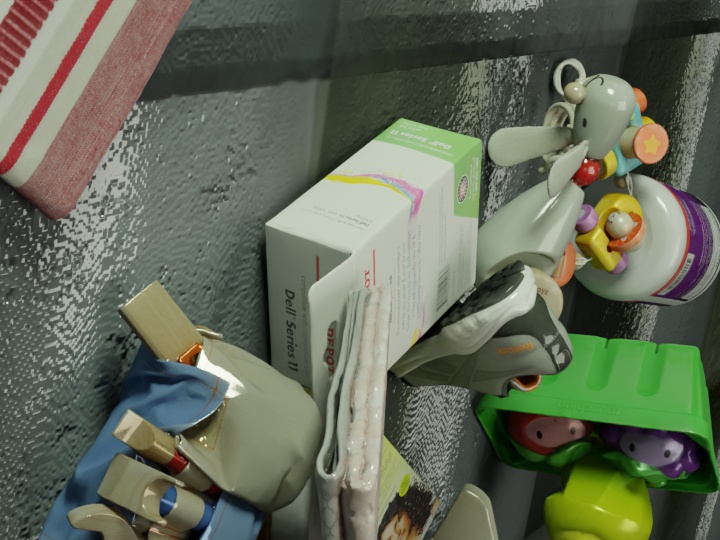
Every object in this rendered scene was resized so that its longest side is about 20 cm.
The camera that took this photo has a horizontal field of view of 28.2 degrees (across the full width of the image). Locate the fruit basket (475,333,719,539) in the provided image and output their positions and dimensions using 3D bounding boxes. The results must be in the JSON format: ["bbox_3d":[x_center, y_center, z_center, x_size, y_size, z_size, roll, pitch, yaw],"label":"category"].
[{"bbox_3d":[0.204,0.170,1.233,0.217,0.214,0.156,-60,150,-19],"label":"fruit basket"}]

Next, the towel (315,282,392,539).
[{"bbox_3d":[-0.005,0.134,0.784,0.200,0.032,0.193,-81,174,-62],"label":"towel"}]

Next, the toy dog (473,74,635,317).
[{"bbox_3d":[0.121,-0.056,1.067,0.096,0.132,0.202,19,85,-24],"label":"toy dog"}]

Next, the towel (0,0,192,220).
[{"bbox_3d":[-0.150,-0.126,0.611,0.145,0.023,0.200,-62,149,-12],"label":"towel"}]

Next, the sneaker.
[{"bbox_3d":[0.080,0.059,0.999,0.074,0.079,0.200,-42,-177,-23],"label":"sneaker"}]

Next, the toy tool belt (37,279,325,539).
[{"bbox_3d":[-0.116,0.118,0.745,0.123,0.124,0.201,37,71,-32],"label":"toy tool belt"}]

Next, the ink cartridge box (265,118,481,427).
[{"bbox_3d":[0.000,0.000,0.905,0.200,0.067,0.118,-41,141,-45],"label":"ink cartridge box"}]

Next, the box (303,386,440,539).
[{"bbox_3d":[-0.003,0.156,1.014,0.076,0.050,0.200,-62,150,-15],"label":"box"}]

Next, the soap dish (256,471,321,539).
[{"bbox_3d":[-0.061,0.225,0.863,0.158,0.080,0.201,-89,174,-52],"label":"soap dish"}]

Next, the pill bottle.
[{"bbox_3d":[0.269,-0.025,1.326,0.200,0.112,0.114,7,101,-62],"label":"pill bottle"}]

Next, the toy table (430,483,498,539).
[{"bbox_3d":[0.085,0.274,1.130,0.185,0.117,0.200,-58,171,4],"label":"toy table"}]

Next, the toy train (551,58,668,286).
[{"bbox_3d":[0.190,-0.064,1.173,0.149,0.055,0.202,15,90,-38],"label":"toy train"}]
